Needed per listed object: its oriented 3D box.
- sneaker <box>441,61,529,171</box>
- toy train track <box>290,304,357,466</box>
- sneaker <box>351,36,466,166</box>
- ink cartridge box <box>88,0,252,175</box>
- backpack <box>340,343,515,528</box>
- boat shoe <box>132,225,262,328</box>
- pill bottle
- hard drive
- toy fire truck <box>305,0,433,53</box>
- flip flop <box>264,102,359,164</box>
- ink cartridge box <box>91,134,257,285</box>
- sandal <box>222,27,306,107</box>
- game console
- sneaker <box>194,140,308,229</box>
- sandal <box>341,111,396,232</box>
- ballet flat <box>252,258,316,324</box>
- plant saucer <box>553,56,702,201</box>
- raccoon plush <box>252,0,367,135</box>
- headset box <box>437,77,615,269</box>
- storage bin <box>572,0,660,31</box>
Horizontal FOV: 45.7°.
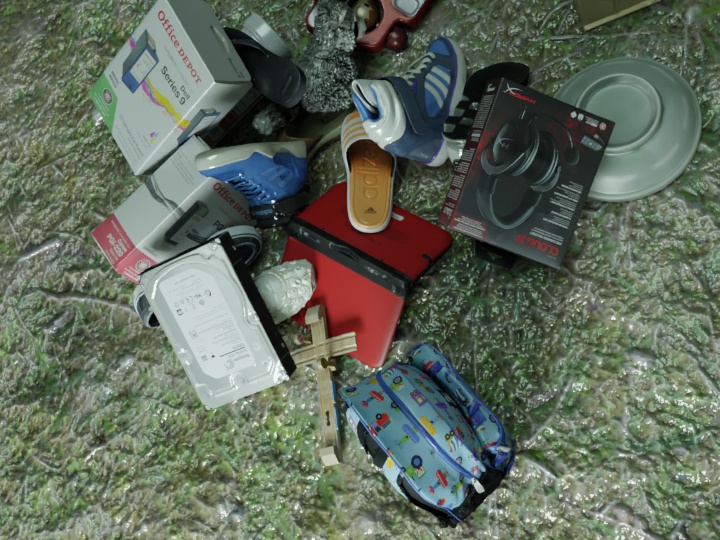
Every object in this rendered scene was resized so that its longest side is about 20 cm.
[{"bbox_3d":[0.166,-0.197,1.127,0.073,0.089,0.201,16,52,30],"label":"sneaker"},{"bbox_3d":[-0.052,0.143,1.084,0.113,0.032,0.204,-20,70,36],"label":"toy train track"},{"bbox_3d":[0.059,-0.246,1.129,0.080,0.145,0.204,-25,51,53],"label":"sneaker"},{"bbox_3d":[-0.259,-0.248,1.157,0.199,0.087,0.147,-38,79,30],"label":"ink cartridge box"},{"bbox_3d":[0.072,0.173,0.944,0.134,0.200,0.183,-42,60,1],"label":"backpack"},{"bbox_3d":[-0.214,0.012,1.167,0.198,0.072,0.068,-30,43,-14],"label":"boat shoe"},{"bbox_3d":[-0.200,-0.282,1.275,0.200,0.112,0.112,-45,61,0],"label":"pill bottle"},{"bbox_3d":[-0.184,0.068,1.095,0.138,0.038,0.203,-21,103,22],"label":"hard drive"},{"bbox_3d":[0.020,-0.408,1.248,0.167,0.112,0.202,33,85,10],"label":"toy fire truck"},{"bbox_3d":[-0.083,-0.195,1.226,0.199,0.058,0.082,-35,64,4],"label":"flip flop"},{"bbox_3d":[-0.247,-0.067,1.192,0.200,0.146,0.085,-45,59,1],"label":"ink cartridge box"},{"bbox_3d":[-0.158,-0.285,1.166,0.198,0.043,0.077,25,96,28],"label":"sandal"},{"bbox_3d":[0.000,0.000,1.142,0.198,0.120,0.172,28,51,27],"label":"game console"},{"bbox_3d":[-0.133,-0.108,1.117,0.076,0.199,0.114,-2,98,30],"label":"sneaker"},{"bbox_3d":[0.016,-0.147,1.142,0.078,0.060,0.210,0,55,-6],"label":"sandal"},{"bbox_3d":[-0.146,0.048,1.131,0.198,0.071,0.073,-29,61,26],"label":"ballet flat"},{"bbox_3d":[0.322,-0.188,1.069,0.196,0.050,0.204,-8,67,19],"label":"plant saucer"},{"bbox_3d":[-0.070,-0.283,1.171,0.199,0.135,0.096,-40,46,-24],"label":"raccoon plush"},{"bbox_3d":[0.189,-0.105,1.012,0.146,0.077,0.203,20,96,-8],"label":"headset box"},{"bbox_3d":[0.352,-0.456,1.134,0.195,0.094,0.203,-20,64,14],"label":"storage bin"}]
